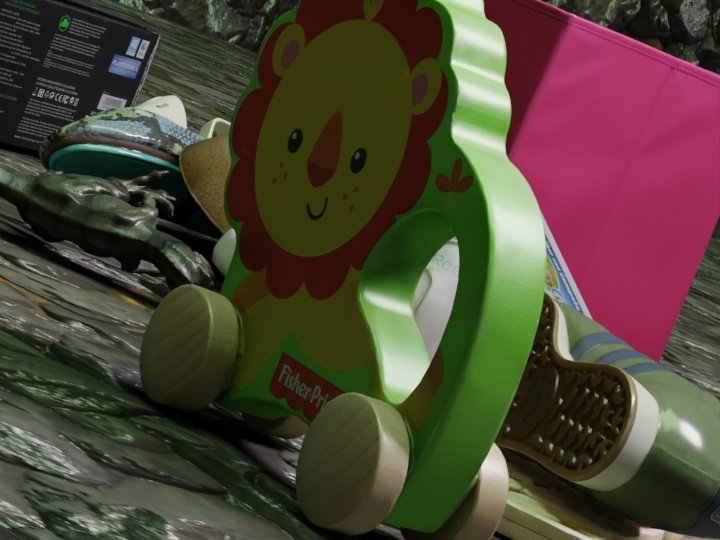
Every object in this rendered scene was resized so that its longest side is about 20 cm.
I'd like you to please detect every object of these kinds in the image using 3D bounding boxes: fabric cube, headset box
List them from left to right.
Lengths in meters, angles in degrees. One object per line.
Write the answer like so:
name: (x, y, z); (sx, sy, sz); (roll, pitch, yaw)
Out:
headset box: (-0.253, -0.148, 1.736); (0.199, 0.093, 0.174); (25, 6, 29)
fabric cube: (0.098, -0.067, 1.818); (0.199, 0.200, 0.196); (17, 7, -41)

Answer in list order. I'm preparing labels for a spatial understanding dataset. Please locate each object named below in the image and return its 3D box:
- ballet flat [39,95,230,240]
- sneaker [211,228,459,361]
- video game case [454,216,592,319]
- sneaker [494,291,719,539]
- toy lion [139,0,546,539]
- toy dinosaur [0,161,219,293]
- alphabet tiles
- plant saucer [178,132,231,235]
ballet flat: (-0.097, -0.058, 1.615); (0.199, 0.075, 0.074); (25, 3, -41)
sneaker: (0.000, 0.000, 1.320); (0.075, 0.089, 0.200); (39, -4, -26)
video game case: (0.066, 0.010, 1.510); (0.200, 0.018, 0.144); (12, 49, -59)
sneaker: (0.109, 0.067, 1.223); (0.090, 0.067, 0.200); (29, 4, -17)
toy lion: (0.004, -0.017, 1.068); (0.068, 0.193, 0.200); (18, 8, -35)
toy dinosaur: (-0.140, -0.031, 1.381); (0.199, 0.048, 0.088); (20, 12, 10)
alphabet tiles: (0.080, 0.094, 1.222); (0.195, 0.015, 0.200); (25, 6, 20)
plant saucer: (-0.004, -0.018, 1.535); (0.200, 0.036, 0.200); (33, 16, -11)
